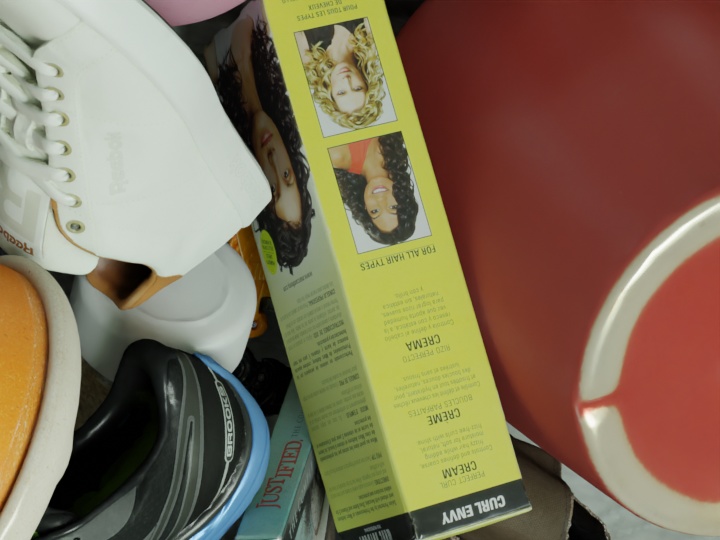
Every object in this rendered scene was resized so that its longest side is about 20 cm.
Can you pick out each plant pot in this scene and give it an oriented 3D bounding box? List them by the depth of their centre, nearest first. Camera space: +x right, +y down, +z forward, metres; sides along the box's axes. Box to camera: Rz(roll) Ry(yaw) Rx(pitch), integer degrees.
[{"bbox_3d":[0.112,-0.007,0.938,0.199,0.177,0.202,-9,120,-17],"label":"plant pot"}]

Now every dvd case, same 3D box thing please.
[{"bbox_3d":[-0.015,0.147,0.994,0.022,0.146,0.201,-1,118,12],"label":"dvd case"}]

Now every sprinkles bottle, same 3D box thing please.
[{"bbox_3d":[-0.093,0.070,0.994,0.068,0.068,0.201,-5,139,-24],"label":"sprinkles bottle"}]

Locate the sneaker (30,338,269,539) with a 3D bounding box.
[{"bbox_3d":[-0.115,0.106,0.880,0.200,0.071,0.083,-52,132,-10],"label":"sneaker"}]

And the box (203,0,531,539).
[{"bbox_3d":[0.000,0.000,0.916,0.050,0.075,0.201,-14,83,-23],"label":"box"}]

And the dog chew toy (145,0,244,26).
[{"bbox_3d":[-0.053,-0.188,0.873,0.124,0.124,0.201,21,99,-34],"label":"dog chew toy"}]

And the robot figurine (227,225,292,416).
[{"bbox_3d":[0.007,-0.012,1.039,0.199,0.058,0.146,-1,118,-26],"label":"robot figurine"}]

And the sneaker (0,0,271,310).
[{"bbox_3d":[-0.093,-0.045,0.831,0.085,0.073,0.200,-45,147,-8],"label":"sneaker"}]

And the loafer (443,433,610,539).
[{"bbox_3d":[0.051,0.085,1.029,0.071,0.074,0.200,-9,153,24],"label":"loafer"}]

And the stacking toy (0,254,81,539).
[{"bbox_3d":[-0.200,0.028,0.790,0.199,0.146,0.146,30,102,-32],"label":"stacking toy"}]

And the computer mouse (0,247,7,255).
[{"bbox_3d":[-0.147,-0.080,0.902,0.053,0.138,0.200,-61,143,-30],"label":"computer mouse"}]
